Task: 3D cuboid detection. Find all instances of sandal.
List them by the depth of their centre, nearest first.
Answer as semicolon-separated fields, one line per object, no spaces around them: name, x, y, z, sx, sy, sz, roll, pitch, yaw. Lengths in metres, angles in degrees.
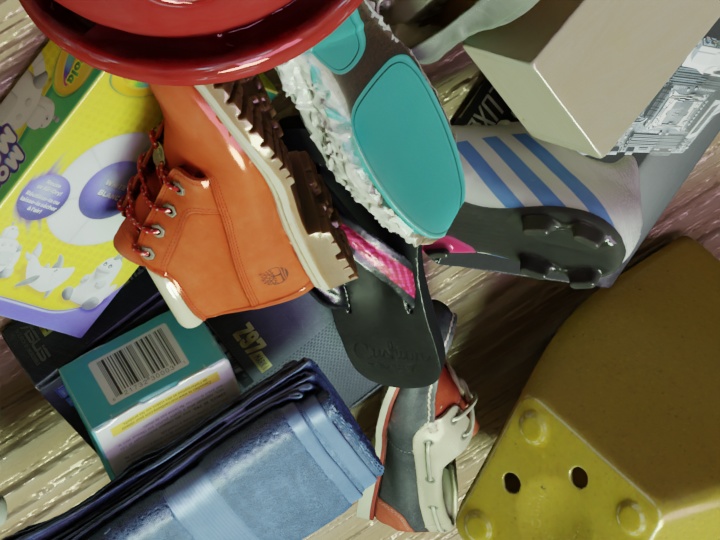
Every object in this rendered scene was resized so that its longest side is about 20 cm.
sandal;0.000;0.000;1.499;0.045;0.075;0.200;-65;147;-41

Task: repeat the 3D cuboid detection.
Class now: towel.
towel;-0.088;0.130;1.487;0.200;0.049;0.112;-34;143;-1

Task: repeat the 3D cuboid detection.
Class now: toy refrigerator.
toy refrigerator;0.148;-0.162;1.468;0.200;0.070;0.076;-50;125;-12

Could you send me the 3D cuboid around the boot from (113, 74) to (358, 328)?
boot;-0.082;-0.045;1.375;0.107;0.075;0.200;-20;135;7

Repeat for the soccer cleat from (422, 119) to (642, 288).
soccer cleat;0.057;-0.049;1.523;0.070;0.199;0.087;97;12;-47

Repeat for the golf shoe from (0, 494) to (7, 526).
golf shoe;-0.267;0.195;1.554;0.088;0.077;0.200;7;126;-54

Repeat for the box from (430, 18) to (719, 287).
box;0.134;-0.086;1.611;0.157;0.050;0.200;9;123;-45

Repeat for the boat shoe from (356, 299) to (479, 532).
boat shoe;0.041;0.090;1.694;0.200;0.062;0.071;100;7;-48

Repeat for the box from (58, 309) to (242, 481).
box;-0.095;0.106;1.536;0.082;0.049;0.200;-28;143;-8

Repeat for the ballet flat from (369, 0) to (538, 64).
ballet flat;0.044;-0.146;1.393;0.063;0.068;0.200;-9;168;-26

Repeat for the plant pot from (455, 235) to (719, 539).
plant pot;0.174;0.127;1.722;0.200;0.194;0.196;-18;142;-50

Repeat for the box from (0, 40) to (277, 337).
box;-0.129;-0.062;1.412;0.117;0.048;0.200;18;115;-50

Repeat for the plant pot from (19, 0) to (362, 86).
plant pot;-0.080;-0.188;1.185;0.200;0.201;0.183;-29;147;-13

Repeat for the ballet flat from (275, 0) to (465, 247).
ballet flat;-0.013;-0.102;1.405;0.072;0.072;0.200;-34;117;-6

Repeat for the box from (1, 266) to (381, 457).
box;-0.088;0.049;1.566;0.158;0.051;0.200;-37;145;-3
